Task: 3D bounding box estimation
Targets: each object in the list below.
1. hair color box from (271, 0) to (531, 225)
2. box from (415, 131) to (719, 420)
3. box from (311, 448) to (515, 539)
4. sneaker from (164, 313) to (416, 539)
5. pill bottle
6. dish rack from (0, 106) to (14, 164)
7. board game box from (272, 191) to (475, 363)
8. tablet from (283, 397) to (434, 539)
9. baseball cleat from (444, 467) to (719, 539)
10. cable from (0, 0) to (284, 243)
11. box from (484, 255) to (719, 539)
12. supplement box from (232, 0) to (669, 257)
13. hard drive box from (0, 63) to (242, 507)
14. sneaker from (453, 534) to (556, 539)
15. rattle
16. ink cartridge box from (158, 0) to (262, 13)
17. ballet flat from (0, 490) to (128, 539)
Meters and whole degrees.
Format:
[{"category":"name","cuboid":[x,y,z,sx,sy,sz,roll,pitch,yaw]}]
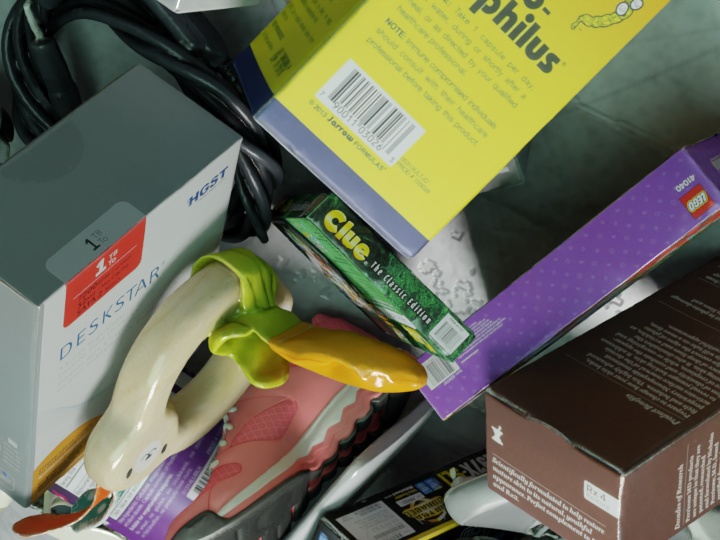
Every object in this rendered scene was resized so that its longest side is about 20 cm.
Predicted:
[{"category":"hair color box","cuboid":[0.015,-0.134,0.867,0.099,0.061,0.200,-15,114,18]},{"category":"box","cuboid":[0.130,-0.002,0.871,0.200,0.137,0.039,-40,83,27]},{"category":"box","cuboid":[0.016,0.219,1.005,0.049,0.160,0.200,39,124,29]},{"category":"sneaker","cuboid":[-0.056,0.101,0.949,0.087,0.200,0.074,37,147,20]},{"category":"pill bottle","cuboid":[-0.149,0.103,1.000,0.200,0.111,0.111,33,119,-7]},{"category":"dish rack","cuboid":[-0.285,-0.012,0.944,0.153,0.055,0.200,2,82,14]},{"category":"board game box","cuboid":[0.000,0.000,0.871,0.023,0.200,0.105,-43,99,-5]},{"category":"tablet","cuboid":[-0.027,0.161,0.999,0.014,0.130,0.200,44,119,8]},{"category":"baseball cleat","cuboid":[0.153,0.151,0.939,0.200,0.107,0.070,-7,159,-13]},{"category":"cable","cuboid":[-0.127,-0.084,0.903,0.200,0.051,0.163,49,132,-7]},{"category":"box","cuboid":[0.173,0.071,0.857,0.100,0.200,0.075,31,134,43]},{"category":"supplement box","cuboid":[0.048,-0.124,0.769,0.110,0.109,0.200,42,99,-21]},{"category":"hard drive box","cuboid":[-0.153,0.012,0.858,0.077,0.156,0.200,36,144,14]},{"category":"sneaker","cuboid":[0.091,0.203,0.973,0.075,0.200,0.087,54,135,25]},{"category":"rattle","cuboid":[-0.078,0.100,0.866,0.143,0.130,0.200,35,81,3]},{"category":"ink cartridge box","cuboid":[-0.122,-0.232,0.810,0.200,0.067,0.116,39,124,26]},{"category":"ballet flat","cuboid":[-0.212,0.142,1.058,0.200,0.074,0.074,23,120,-1]}]
